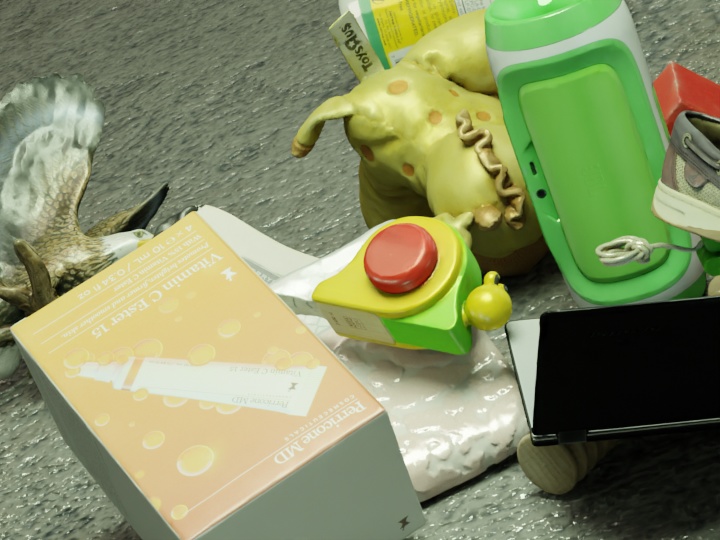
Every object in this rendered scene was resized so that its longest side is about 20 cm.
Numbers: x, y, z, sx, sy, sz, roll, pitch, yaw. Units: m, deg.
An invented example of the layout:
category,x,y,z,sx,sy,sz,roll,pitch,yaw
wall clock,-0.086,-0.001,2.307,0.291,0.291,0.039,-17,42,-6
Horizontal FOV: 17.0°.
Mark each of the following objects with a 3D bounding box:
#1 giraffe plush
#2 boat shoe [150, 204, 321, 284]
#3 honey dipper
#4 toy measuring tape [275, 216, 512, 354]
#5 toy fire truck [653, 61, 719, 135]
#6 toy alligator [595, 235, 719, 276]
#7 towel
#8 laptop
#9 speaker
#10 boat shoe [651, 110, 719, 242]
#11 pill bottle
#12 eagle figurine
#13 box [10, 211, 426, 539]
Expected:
category,x,y,z,sx,sy,sz,roll,pitch,yaw
giraffe plush,0.074,-0.067,1.515,0.173,0.200,0.162,-50,49,8
boat shoe,-0.038,0.038,1.474,0.200,0.093,0.075,34,67,27
honey dipper,0.154,0.053,1.314,0.038,0.038,0.200,0,29,41
toy measuring tape,0.000,0.000,1.348,0.199,0.074,0.074,10,36,32
toy fire truck,0.240,-0.075,1.462,0.141,0.049,0.200,-47,30,37
toy alligator,0.230,-0.010,1.330,0.199,0.054,0.059,-13,26,-1
towel,-0.021,0.071,1.353,0.199,0.032,0.191,-26,46,-8
laptop,0.173,0.018,1.214,0.186,0.116,0.200,-5,26,-1
speaker,0.136,-0.067,1.381,0.088,0.201,0.089,-18,23,8
boat shoe,0.228,-0.042,1.242,0.072,0.065,0.200,-13,19,-33
pill bottle,0.093,-0.199,1.825,0.199,0.113,0.113,-17,23,11
eagle figurine,-0.200,-0.016,1.645,0.150,0.152,0.200,11,37,-16
box,-0.077,0.081,1.269,0.124,0.098,0.200,-33,46,-14
